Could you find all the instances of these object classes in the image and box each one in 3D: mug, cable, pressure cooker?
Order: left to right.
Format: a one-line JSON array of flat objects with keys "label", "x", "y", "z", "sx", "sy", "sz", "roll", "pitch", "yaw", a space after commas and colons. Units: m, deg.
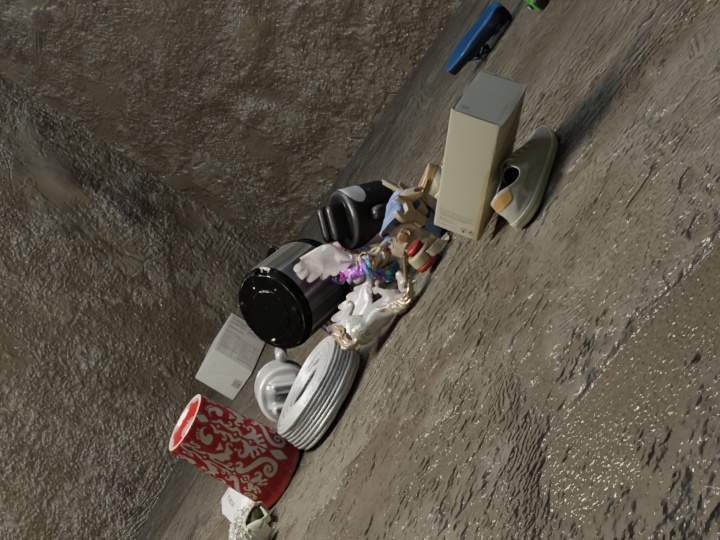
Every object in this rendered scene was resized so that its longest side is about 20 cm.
[{"label": "mug", "x": -0.234, "y": 0.325, "z": 1.595, "sx": 0.178, "sy": 0.199, "sz": 0.134, "roll": -48, "pitch": 21, "yaw": 27}, {"label": "pressure cooker", "x": -0.118, "y": 0.037, "z": 1.778, "sx": 0.177, "sy": 0.178, "sz": 0.200, "roll": -10, "pitch": 21, "yaw": 39}, {"label": "cable", "x": -0.072, "y": 0.210, "z": 1.573, "sx": 0.202, "sy": 0.069, "sz": 0.200, "roll": -59, "pitch": 9, "yaw": -6}]

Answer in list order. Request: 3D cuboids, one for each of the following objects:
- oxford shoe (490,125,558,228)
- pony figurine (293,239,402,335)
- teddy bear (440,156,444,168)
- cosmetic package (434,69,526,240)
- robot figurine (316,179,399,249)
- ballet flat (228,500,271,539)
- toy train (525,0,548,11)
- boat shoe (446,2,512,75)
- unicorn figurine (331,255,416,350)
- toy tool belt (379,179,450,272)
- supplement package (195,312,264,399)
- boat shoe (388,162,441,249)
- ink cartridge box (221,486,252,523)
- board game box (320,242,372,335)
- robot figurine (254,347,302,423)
[{"label": "oxford shoe", "x": 0.215, "y": -0.136, "z": 1.199, "sx": 0.075, "sy": 0.057, "sz": 0.201, "roll": -53, "pitch": 9, "yaw": 45}, {"label": "pony figurine", "x": 0.000, "y": 0.000, "z": 1.658, "sx": 0.192, "sy": 0.167, "sz": 0.200, "roll": -38, "pitch": -5, "yaw": 26}, {"label": "teddy bear", "x": 0.188, "y": -0.203, "z": 1.539, "sx": 0.202, "sy": 0.066, "sz": 0.145, "roll": -61, "pitch": 11, "yaw": -11}, {"label": "cosmetic package", "x": 0.159, "y": -0.153, "z": 1.228, "sx": 0.104, "sy": 0.072, "sz": 0.202, "roll": -55, "pitch": -20, "yaw": -38}, {"label": "robot figurine", "x": 0.013, "y": -0.111, "z": 1.831, "sx": 0.150, "sy": 0.198, "sz": 0.126, "roll": 45, "pitch": 140, "yaw": 41}, {"label": "ballet flat", "x": -0.175, "y": 0.418, "z": 1.465, "sx": 0.072, "sy": 0.071, "sz": 0.200, "roll": -57, "pitch": 9, "yaw": 2}, {"label": "toy train", "x": 0.404, "y": -0.616, "z": 1.840, "sx": 0.201, "sy": 0.041, "sz": 0.057, "roll": -56, "pitch": 19, "yaw": 14}, {"label": "boat shoe", "x": 0.283, "y": -0.535, "z": 2.155, "sx": 0.200, "sy": 0.068, "sz": 0.085, "roll": -46, "pitch": 27, "yaw": 35}, {"label": "unicorn figurine", "x": 0.034, "y": 0.059, "z": 1.508, "sx": 0.201, "sy": 0.073, "sz": 0.138, "roll": -58, "pitch": 17, "yaw": 9}, {"label": "toy tool belt", "x": 0.075, "y": -0.083, "z": 1.534, "sx": 0.125, "sy": 0.123, "sz": 0.201, "roll": -45, "pitch": 13, "yaw": 23}, {"label": "supplement package", "x": -0.423, "y": 0.283, "z": 3.008, "sx": 0.152, "sy": 0.149, "sz": 0.201, "roll": -52, "pitch": 11, "yaw": 34}, {"label": "boat shoe", "x": 0.101, "y": -0.122, "z": 1.734, "sx": 0.201, "sy": 0.069, "sz": 0.074, "roll": -54, "pitch": 10, "yaw": 26}, {"label": "ink cartridge box", "x": -0.209, "y": 0.407, "z": 1.734, "sx": 0.164, "sy": 0.050, "sz": 0.200, "roll": -59, "pitch": 6, "yaw": -3}, {"label": "board game box", "x": -0.049, "y": 0.031, "z": 1.963, "sx": 0.202, "sy": 0.096, "sz": 0.159, "roll": -59, "pitch": 9, "yaw": -4}, {"label": "robot figurine", "x": -0.148, "y": 0.234, "z": 1.771, "sx": 0.200, "sy": 0.111, "sz": 0.173, "roll": -169, "pitch": 77, "yaw": -80}]
